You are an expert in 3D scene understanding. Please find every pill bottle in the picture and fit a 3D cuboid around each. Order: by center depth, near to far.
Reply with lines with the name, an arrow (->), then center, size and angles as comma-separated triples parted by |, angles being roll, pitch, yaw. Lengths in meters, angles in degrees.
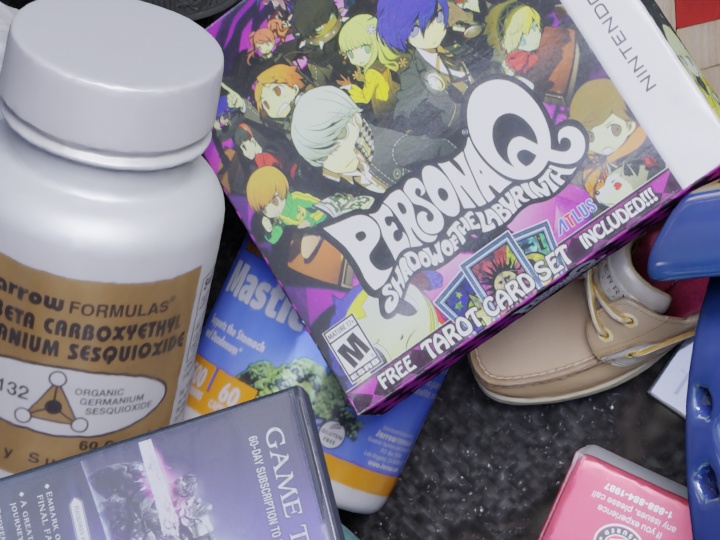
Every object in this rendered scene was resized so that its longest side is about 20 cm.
pill bottle -> -0.118, -0.008, 1.044 | 0.114, 0.114, 0.201 | 18, 119, 7
pill bottle -> 0.000, 0.000, 1.130 | 0.112, 0.112, 0.201 | 24, 92, 7

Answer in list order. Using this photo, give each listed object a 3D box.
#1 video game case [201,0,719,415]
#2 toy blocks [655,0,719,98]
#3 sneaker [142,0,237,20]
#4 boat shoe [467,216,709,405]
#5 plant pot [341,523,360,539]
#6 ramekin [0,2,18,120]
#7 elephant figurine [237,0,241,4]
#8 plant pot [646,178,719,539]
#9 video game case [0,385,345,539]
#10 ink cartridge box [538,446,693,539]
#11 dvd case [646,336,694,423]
video game case -> 0.035, -0.067, 1.039 | 0.200, 0.036, 0.182 | -35, 77, 17
toy blocks -> 0.158, -0.113, 1.112 | 0.199, 0.100, 0.137 | -14, 131, -8
sneaker -> -0.151, -0.180, 1.160 | 0.199, 0.121, 0.084 | 9, 127, -12
boat shoe -> 0.131, 0.001, 1.121 | 0.199, 0.069, 0.074 | -26, 70, 16
plant pot -> -0.048, 0.189, 1.071 | 0.199, 0.134, 0.201 | -2, 94, -35
ramekin -> -0.196, -0.035, 1.124 | 0.201, 0.094, 0.203 | -12, 126, -18
elephant figurine -> 0.025, -0.182, 1.123 | 0.141, 0.155, 0.201 | 14, 86, 2
plant pot -> 0.244, 0.027, 0.983 | 0.199, 0.200, 0.181 | -22, 99, -36
video game case -> -0.100, 0.143, 0.997 | 0.199, 0.019, 0.144 | -17, 70, 7
ink cartridge box -> 0.125, 0.201, 1.116 | 0.145, 0.083, 0.201 | 24, 92, 7
dvd case -> 0.256, 0.053, 1.141 | 0.200, 0.025, 0.151 | 35, 93, 7
